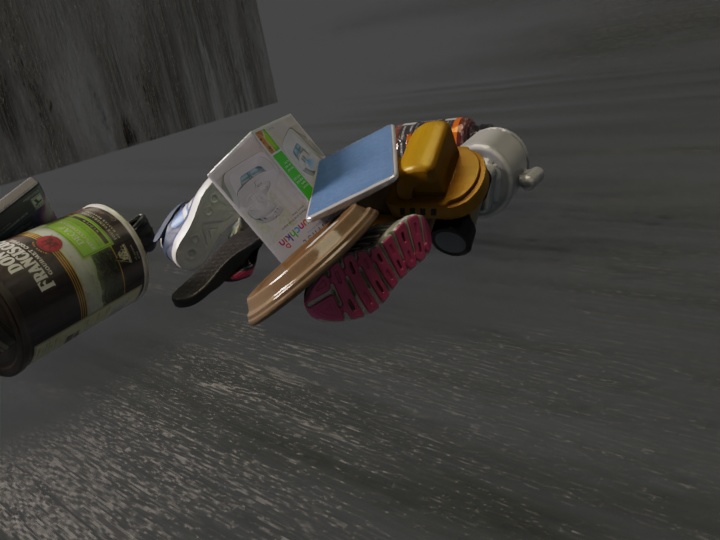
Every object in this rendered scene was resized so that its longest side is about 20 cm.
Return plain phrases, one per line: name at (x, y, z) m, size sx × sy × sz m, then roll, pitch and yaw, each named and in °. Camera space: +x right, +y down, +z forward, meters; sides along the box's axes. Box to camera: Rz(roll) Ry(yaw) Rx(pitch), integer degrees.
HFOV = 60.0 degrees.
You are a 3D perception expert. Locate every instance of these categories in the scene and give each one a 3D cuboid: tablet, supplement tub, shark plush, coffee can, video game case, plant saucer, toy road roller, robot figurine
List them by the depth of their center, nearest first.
plant saucer at (-0.061, -0.013, 0.729) m, size 0.199 × 0.030 × 0.200 m, roll -39°, pitch 8°, yaw 6°
coffee can at (-0.392, 0.017, 0.792) m, size 0.143 × 0.150 × 0.200 m, roll 1°, pitch 24°, yaw 29°
toy road roller at (0.073, -0.116, 0.823) m, size 0.196 × 0.147 × 0.125 m, roll 5°, pitch 56°, yaw 30°
tablet at (-0.008, -0.134, 0.830) m, size 0.128 × 0.014 × 0.202 m, roll -24°, pitch 28°, yaw 15°
video game case at (-0.459, -0.016, 0.832) m, size 0.019 × 0.201 × 0.143 m, roll 33°, pitch 61°, yaw 12°
robot figurine at (0.196, -0.154, 0.965) m, size 0.166 × 0.115 × 0.200 m, roll 17°, pitch 31°, yaw 22°
shark plush at (-0.182, -0.120, 1.120) m, size 0.088 × 0.085 × 0.201 m, roll -7°, pitch 21°, yaw 11°
supplement tub at (0.163, -0.239, 1.209) m, size 0.196 × 0.109 × 0.107 m, roll 0°, pitch 23°, yaw 28°

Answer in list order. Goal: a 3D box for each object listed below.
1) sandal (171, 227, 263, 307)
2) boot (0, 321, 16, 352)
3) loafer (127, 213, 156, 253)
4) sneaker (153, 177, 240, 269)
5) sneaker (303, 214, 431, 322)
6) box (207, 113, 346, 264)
sandal at (-0.189, -0.003, 0.901) m, size 0.074 × 0.046 × 0.200 m, roll 1°, pitch 39°, yaw 43°
boot at (-0.485, 0.070, 0.647) m, size 0.201 × 0.074 × 0.155 m, roll 32°, pitch 69°, yaw 9°
loafer at (-0.442, -0.039, 1.067) m, size 0.067 × 0.072 × 0.200 m, roll 5°, pitch 26°, yaw 37°
sneaker at (-0.258, -0.105, 1.020) m, size 0.202 × 0.080 × 0.146 m, roll -56°, pitch 35°, yaw 0°
sneaker at (0.000, 0.000, 0.745) m, size 0.199 × 0.075 × 0.087 m, roll -38°, pitch 17°, yaw -34°
box at (-0.104, -0.118, 0.916) m, size 0.096 × 0.177 × 0.200 m, roll -37°, pitch 9°, yaw 20°
